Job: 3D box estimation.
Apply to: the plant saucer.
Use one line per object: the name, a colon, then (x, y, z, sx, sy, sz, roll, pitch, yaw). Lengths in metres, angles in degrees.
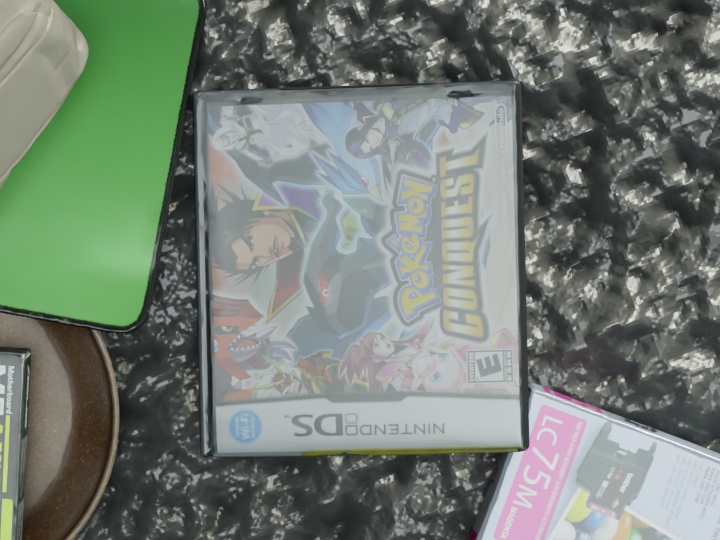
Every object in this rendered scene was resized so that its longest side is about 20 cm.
plant saucer: (-0.230, 0.079, 1.546, 0.199, 0.037, 0.202, 0, 92, -2)

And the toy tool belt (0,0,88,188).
toy tool belt: (-0.244, -0.079, 1.480, 0.122, 0.125, 0.201, 29, 77, 27)

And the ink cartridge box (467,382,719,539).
ink cartridge box: (0.165, 0.153, 1.563, 0.199, 0.042, 0.120, 21, 92, -4)

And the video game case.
video game case: (0.000, 0.000, 1.539, 0.179, 0.025, 0.202, -1, 90, 7)

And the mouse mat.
mouse mat: (-0.177, -0.074, 1.535, 0.160, 0.008, 0.201, 11, 80, -2)

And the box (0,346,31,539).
box: (-0.276, 0.136, 1.508, 0.192, 0.048, 0.202, 2, 92, -5)
